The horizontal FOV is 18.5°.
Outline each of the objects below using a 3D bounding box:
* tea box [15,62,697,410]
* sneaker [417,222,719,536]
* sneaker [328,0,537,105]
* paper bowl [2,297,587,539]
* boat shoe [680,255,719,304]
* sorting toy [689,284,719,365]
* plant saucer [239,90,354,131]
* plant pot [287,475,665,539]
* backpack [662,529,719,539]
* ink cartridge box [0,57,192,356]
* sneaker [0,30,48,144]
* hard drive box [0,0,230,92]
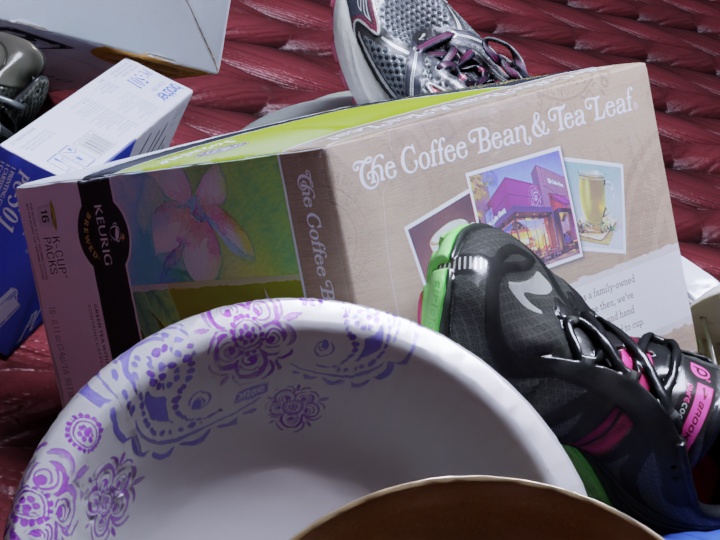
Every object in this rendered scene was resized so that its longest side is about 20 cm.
[{"bbox_3d":[0.000,0.000,0.936,0.200,0.134,0.196,-17,8,-43],"label":"tea box"},{"bbox_3d":[0.094,0.040,0.826,0.084,0.077,0.200,-10,-34,40],"label":"sneaker"},{"bbox_3d":[0.065,-0.076,1.057,0.081,0.075,0.200,-33,80,-39],"label":"sneaker"},{"bbox_3d":[-0.023,0.119,0.744,0.200,0.104,0.201,4,67,-10],"label":"paper bowl"},{"bbox_3d":[0.169,0.068,1.053,0.066,0.070,0.200,-32,68,-25],"label":"boat shoe"},{"bbox_3d":[0.215,0.074,0.913,0.106,0.180,0.201,-4,62,-10],"label":"sorting toy"},{"bbox_3d":[0.010,-0.050,1.186,0.200,0.200,0.050,17,62,-24],"label":"plant saucer"},{"bbox_3d":[0.039,0.162,0.670,0.200,0.200,0.027,26,-23,-1],"label":"plant pot"},{"bbox_3d":[0.149,0.184,0.793,0.167,0.163,0.200,5,29,-39],"label":"backpack"},{"bbox_3d":[-0.143,-0.036,1.087,0.044,0.094,0.200,27,20,2],"label":"ink cartridge box"},{"bbox_3d":[-0.208,-0.056,1.031,0.076,0.115,0.199,26,21,5],"label":"sneaker"},{"bbox_3d":[-0.187,-0.156,1.230,0.155,0.077,0.200,11,-5,-34],"label":"hard drive box"}]
